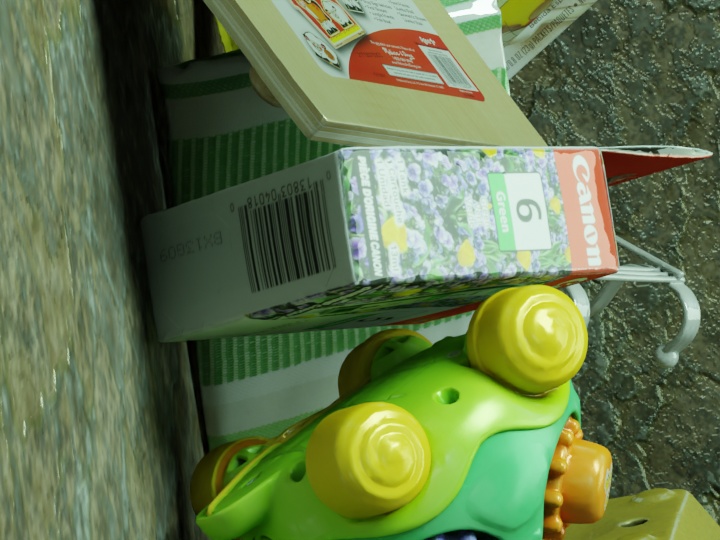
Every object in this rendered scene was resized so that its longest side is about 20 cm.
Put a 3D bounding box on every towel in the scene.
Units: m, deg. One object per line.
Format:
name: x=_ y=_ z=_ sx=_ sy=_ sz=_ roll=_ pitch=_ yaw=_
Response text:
towel: x=0.000 y=0.000 z=1.106 sx=0.023 sy=0.152 sz=0.201 roll=-151 pitch=-131 yaw=-62

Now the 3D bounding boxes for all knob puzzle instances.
knob puzzle: x=-0.034 y=-0.114 z=1.004 sx=0.219 sy=0.030 sz=0.220 roll=39 pitch=23 yaw=-20

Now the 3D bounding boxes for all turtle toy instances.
turtle toy: x=0.008 y=0.091 z=0.977 sx=0.101 sy=0.200 sz=0.146 roll=57 pitch=-26 yaw=-6

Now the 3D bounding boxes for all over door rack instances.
over door rack: x=0.042 y=-0.017 z=1.259 sx=0.200 sy=0.147 sz=0.067 roll=48 pitch=-56 yaw=44

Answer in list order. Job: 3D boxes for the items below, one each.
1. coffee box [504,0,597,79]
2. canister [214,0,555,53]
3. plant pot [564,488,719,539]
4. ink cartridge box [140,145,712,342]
coffee box: x=0.036 y=-0.202 z=1.334 sx=0.200 sy=0.114 sz=0.080 roll=45 pitch=8 yaw=-23
canister: x=0.035 y=-0.152 z=1.166 sx=0.086 sy=0.200 sz=0.149 roll=30 pitch=30 yaw=-36
plant pot: x=0.111 y=0.214 z=1.282 sx=0.195 sy=0.193 sz=0.201 roll=-37 pitch=116 yaw=-75
ink cartridge box: x=0.031 y=-0.010 z=1.008 sx=0.199 sy=0.109 sz=0.051 roll=-2 pitch=80 yaw=-44
